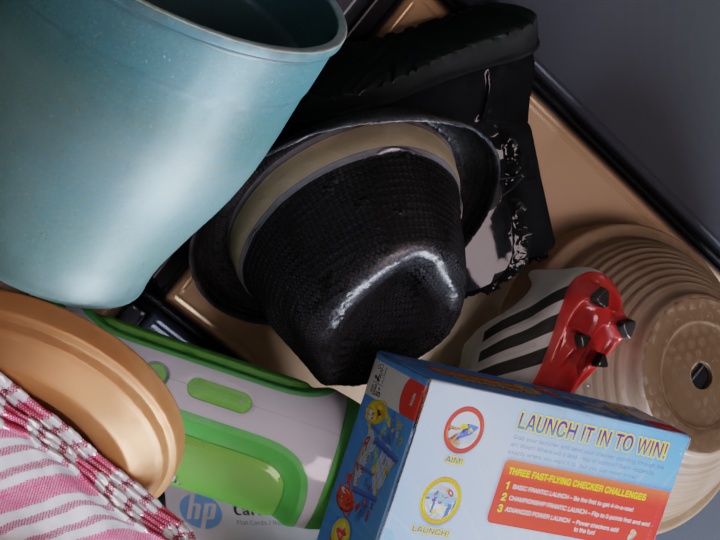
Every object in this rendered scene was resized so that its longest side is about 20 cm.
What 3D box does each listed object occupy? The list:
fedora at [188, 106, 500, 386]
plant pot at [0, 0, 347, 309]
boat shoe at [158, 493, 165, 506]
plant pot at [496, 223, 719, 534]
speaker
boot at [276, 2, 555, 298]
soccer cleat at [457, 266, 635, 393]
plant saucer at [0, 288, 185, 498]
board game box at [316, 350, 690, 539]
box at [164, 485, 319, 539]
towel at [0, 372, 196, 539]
[{"bbox_3d":[0.000,0.000,1.546,0.200,0.092,0.201,-12,148,-8],"label":"fedora"},{"bbox_3d":[-0.136,-0.090,1.458,0.200,0.200,0.188,12,117,-35],"label":"plant pot"},{"bbox_3d":[-0.135,0.196,1.591,0.062,0.200,0.075,15,136,-26],"label":"boat shoe"},{"bbox_3d":[0.186,0.068,1.742,0.200,0.093,0.202,3,84,-35],"label":"plant pot"},{"bbox_3d":[-0.100,0.082,1.573,0.199,0.088,0.089,19,103,-6],"label":"speaker"},{"bbox_3d":[0.030,-0.055,1.642,0.200,0.076,0.169,-20,118,-30],"label":"boot"},{"bbox_3d":[0.082,0.077,1.650,0.200,0.085,0.069,-53,126,-18],"label":"soccer cleat"},{"bbox_3d":[-0.196,0.084,1.507,0.200,0.200,0.038,51,39,-37],"label":"plant saucer"},{"bbox_3d":[0.070,0.161,1.575,0.200,0.056,0.196,14,97,-36],"label":"board game box"},{"bbox_3d":[-0.025,0.198,1.693,0.155,0.041,0.201,-1,122,17],"label":"box"},{"bbox_3d":[-0.205,0.117,1.498,0.200,0.146,0.030,42,46,-30],"label":"towel"}]
